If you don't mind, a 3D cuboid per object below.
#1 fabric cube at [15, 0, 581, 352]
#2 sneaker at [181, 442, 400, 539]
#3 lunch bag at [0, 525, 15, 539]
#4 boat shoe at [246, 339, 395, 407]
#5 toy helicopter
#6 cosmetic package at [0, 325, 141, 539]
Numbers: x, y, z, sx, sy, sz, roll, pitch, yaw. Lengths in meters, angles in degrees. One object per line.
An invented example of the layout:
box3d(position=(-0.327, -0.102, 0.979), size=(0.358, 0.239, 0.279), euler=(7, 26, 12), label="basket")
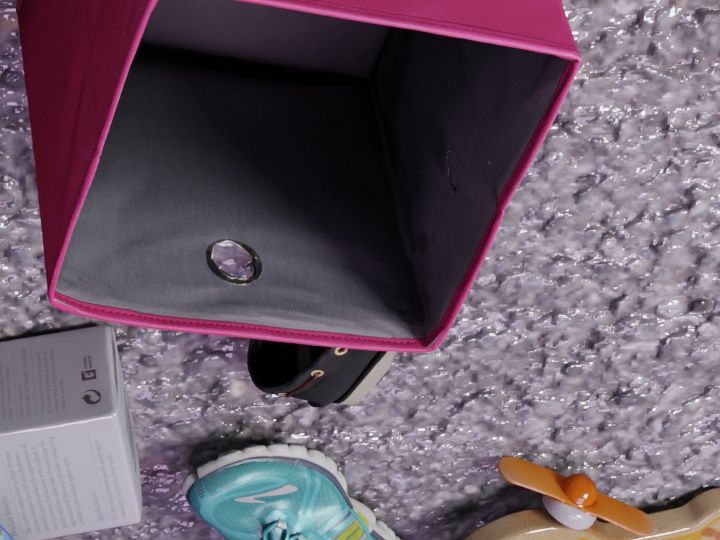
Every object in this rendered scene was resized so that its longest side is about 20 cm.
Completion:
box3d(position=(-0.038, -0.108, 1.318), size=(0.195, 0.200, 0.200), euler=(7, 134, -20), label="fabric cube")
box3d(position=(-0.027, 0.166, 1.696), size=(0.077, 0.080, 0.200), euler=(-32, 133, 21), label="sneaker")
box3d(position=(-0.225, 0.194, 1.490), size=(0.082, 0.201, 0.161), euler=(-31, 134, 12), label="lunch bag")
box3d(position=(0.001, 0.002, 1.533), size=(0.063, 0.074, 0.202), euler=(5, 140, -28), label="boat shoe")
box3d(position=(0.147, 0.164, 1.754), size=(0.199, 0.079, 0.133), euler=(-13, 129, -15), label="toy helicopter")
box3d(position=(-0.226, 0.101, 1.590), size=(0.199, 0.074, 0.102), euler=(-8, 137, -2), label="cosmetic package")
